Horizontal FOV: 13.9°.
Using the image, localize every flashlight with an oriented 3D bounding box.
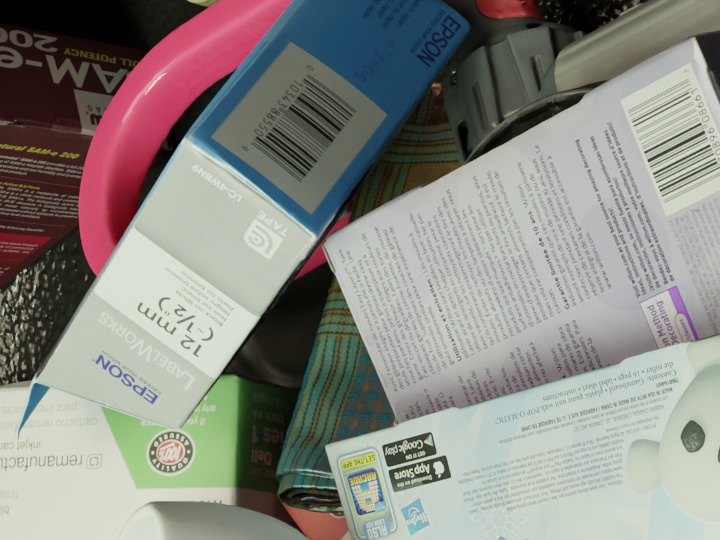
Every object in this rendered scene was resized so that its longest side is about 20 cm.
[{"bbox_3d":[0.059,-0.130,1.178,0.068,0.068,0.200,109,154,-51],"label":"flashlight"}]

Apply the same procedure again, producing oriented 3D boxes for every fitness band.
[{"bbox_3d":[-0.045,-0.060,1.298,0.200,0.037,0.144,-27,50,33],"label":"fitness band"}]

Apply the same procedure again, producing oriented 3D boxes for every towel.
[{"bbox_3d":[0.051,0.003,1.148,0.147,0.022,0.200,-1,61,30],"label":"towel"}]

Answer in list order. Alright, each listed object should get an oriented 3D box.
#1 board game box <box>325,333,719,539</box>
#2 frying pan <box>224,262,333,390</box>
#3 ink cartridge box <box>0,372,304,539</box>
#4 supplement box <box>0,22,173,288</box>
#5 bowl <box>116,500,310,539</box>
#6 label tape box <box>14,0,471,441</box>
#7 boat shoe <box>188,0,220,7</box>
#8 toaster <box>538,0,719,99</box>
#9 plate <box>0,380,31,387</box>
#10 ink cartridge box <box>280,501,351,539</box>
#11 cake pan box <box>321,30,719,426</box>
[{"bbox_3d":[0.095,0.129,0.958,0.200,0.043,0.199,-18,84,42],"label":"board game box"},{"bbox_3d":[-0.006,-0.014,1.280,0.190,0.031,0.115,-38,56,31],"label":"frying pan"},{"bbox_3d":[-0.091,0.150,1.218,0.146,0.084,0.200,-5,77,30],"label":"ink cartridge box"},{"bbox_3d":[-0.196,-0.042,1.431,0.200,0.109,0.061,-34,61,38],"label":"supplement box"},{"bbox_3d":[-0.036,0.182,1.048,0.200,0.075,0.200,127,133,-72],"label":"bowl"},{"bbox_3d":[-0.050,-0.016,1.147,0.066,0.143,0.200,34,136,0],"label":"label tape box"},{"bbox_3d":[-0.106,-0.213,1.385,0.074,0.066,0.200,-47,54,33],"label":"boat shoe"},{"bbox_3d":[0.161,-0.025,1.045,0.129,0.114,0.200,-35,67,37],"label":"toaster"},{"bbox_3d":[-0.126,0.145,1.390,0.200,0.032,0.200,-9,78,47],"label":"plate"},{"bbox_3d":[0.071,0.120,1.135,0.116,0.067,0.200,-47,51,9],"label":"ink cartridge box"},{"bbox_3d":[0.093,0.035,1.003,0.184,0.052,0.200,-29,81,39],"label":"cake pan box"}]
